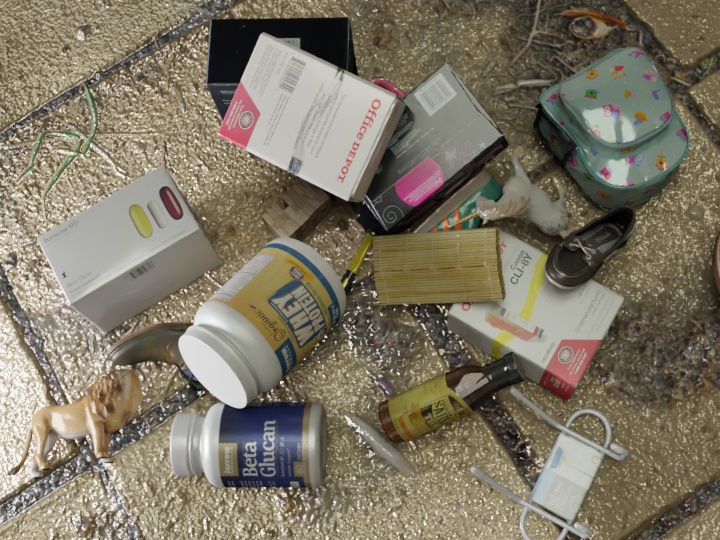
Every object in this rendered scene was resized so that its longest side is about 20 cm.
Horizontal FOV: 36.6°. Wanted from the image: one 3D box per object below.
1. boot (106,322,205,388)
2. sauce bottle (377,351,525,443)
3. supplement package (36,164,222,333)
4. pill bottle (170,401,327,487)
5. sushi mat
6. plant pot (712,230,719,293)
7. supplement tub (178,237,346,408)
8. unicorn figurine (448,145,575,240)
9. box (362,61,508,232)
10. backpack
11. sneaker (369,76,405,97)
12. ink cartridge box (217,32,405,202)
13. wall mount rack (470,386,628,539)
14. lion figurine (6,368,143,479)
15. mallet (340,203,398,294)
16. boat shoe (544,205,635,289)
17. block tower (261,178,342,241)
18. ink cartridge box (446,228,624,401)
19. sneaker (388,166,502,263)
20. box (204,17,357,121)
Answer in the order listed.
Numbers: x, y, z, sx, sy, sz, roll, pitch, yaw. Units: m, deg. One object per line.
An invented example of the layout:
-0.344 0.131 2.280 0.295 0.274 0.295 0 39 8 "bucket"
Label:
-0.248 0.123 1.501 0.197 0.075 0.098 -16 69 -3 "boot"
0.120 0.165 1.437 0.198 0.066 0.067 -27 71 17 "sauce bottle"
-0.316 -0.027 1.509 0.199 0.156 0.112 -31 72 -5 "supplement package"
-0.146 0.231 1.440 0.197 0.111 0.113 -1 72 4 "pill bottle"
0.102 -0.004 1.460 0.198 0.012 0.097 -3 94 35 "sushi mat"
0.570 0.002 1.468 0.198 0.093 0.204 -1 73 4 "plant pot"
-0.128 0.069 1.438 0.144 0.145 0.200 37 60 14 "supplement tub"
0.223 -0.097 1.483 0.198 0.074 0.138 20 44 -16 "unicorn figurine"
0.082 -0.163 1.474 0.199 0.115 0.133 -38 82 8 "box"
0.360 -0.195 1.518 0.174 0.153 0.201 -28 79 -10 "backpack"
0.074 -0.203 1.569 0.079 0.096 0.200 -43 76 -11 "sneaker"
-0.060 -0.194 1.401 0.198 0.084 0.146 27 96 11 "ink cartridge box"
0.246 0.253 1.423 0.172 0.075 0.201 26 75 13 "wall mount rack"
-0.392 0.208 1.487 0.197 0.073 0.124 -11 70 2 "lion figurine"
0.000 0.000 1.544 0.065 0.041 0.202 20 80 7 "mallet"
0.311 -0.038 1.463 0.067 0.057 0.199 38 40 20 "boat shoe"
-0.053 -0.121 1.573 0.200 0.054 0.058 -44 75 -10 "block tower"
0.234 0.059 1.480 0.199 0.084 0.146 30 76 13 "ink cartridge box"
0.124 -0.051 1.528 0.200 0.071 0.080 -41 95 4 "sneaker"
-0.106 -0.271 1.557 0.197 0.182 0.106 0 72 4 "box"
